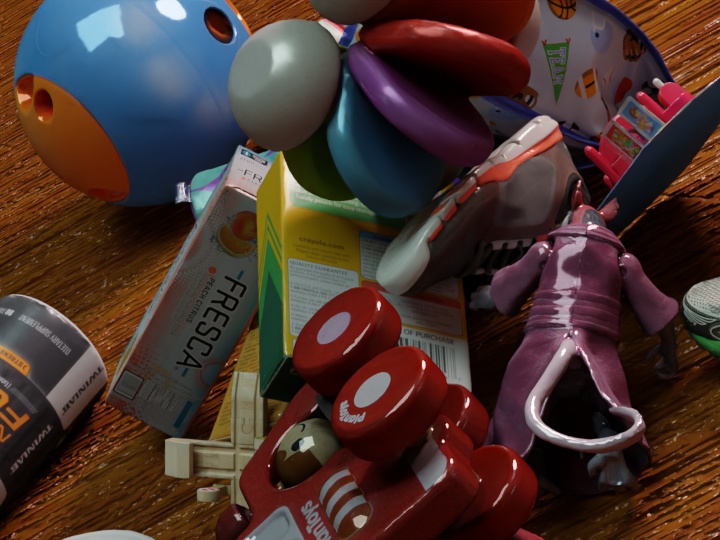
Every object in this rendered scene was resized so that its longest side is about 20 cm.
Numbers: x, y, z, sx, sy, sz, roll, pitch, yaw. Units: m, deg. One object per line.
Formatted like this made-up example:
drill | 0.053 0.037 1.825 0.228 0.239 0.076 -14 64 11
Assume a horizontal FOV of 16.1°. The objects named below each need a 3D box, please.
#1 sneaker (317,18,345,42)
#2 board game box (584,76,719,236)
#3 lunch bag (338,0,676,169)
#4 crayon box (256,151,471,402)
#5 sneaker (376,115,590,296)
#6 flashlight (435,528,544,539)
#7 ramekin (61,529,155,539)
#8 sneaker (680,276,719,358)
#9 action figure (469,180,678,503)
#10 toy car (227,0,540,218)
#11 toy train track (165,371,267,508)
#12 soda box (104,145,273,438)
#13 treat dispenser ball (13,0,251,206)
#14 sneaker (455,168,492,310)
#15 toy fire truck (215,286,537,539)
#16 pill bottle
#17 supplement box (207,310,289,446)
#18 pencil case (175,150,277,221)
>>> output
sneaker | -0.005 -0.157 2.012 0.074 0.087 0.200 -46 31 -22
board game box | 0.181 -0.082 1.627 0.158 0.039 0.200 -35 -15 -42
lunch bag | 0.110 -0.141 1.774 0.170 0.200 0.124 16 85 54
crayon box | 0.000 0.000 1.627 0.052 0.126 0.200 123 153 -47
sneaker | 0.090 -0.027 1.614 0.200 0.082 0.077 -40 3 -43
flashlight | 0.070 0.162 1.464 0.068 0.068 0.200 -68 25 7
ramekin | -0.173 0.257 1.520 0.202 0.094 0.202 -24 30 15
sneaker | 0.276 -0.001 1.483 0.200 0.085 0.078 -15 33 31
action figure | 0.119 0.034 1.507 0.134 0.149 0.200 3 69 12
toy car | 0.034 -0.120 1.555 0.150 0.175 0.200 42 106 46
toy train track | -0.037 0.125 1.596 0.200 0.115 0.033 2 5 23
soda box | -0.104 0.017 1.752 0.200 0.064 0.068 -58 9 28
treat dispenser ball | -0.180 -0.152 2.057 0.201 0.201 0.201 -24 29 15
sneaker | 0.068 -0.021 1.741 0.099 0.070 0.200 -20 31 17
toy fire truck | -0.010 0.117 1.429 0.168 0.112 0.200 -41 27 2
pill bottle | -0.281 0.120 1.833 0.106 0.106 0.200 2 44 47
supplement box | -0.041 0.065 1.719 0.069 0.067 0.200 -18 31 25
pencil case | -0.033 -0.071 1.904 0.200 0.085 0.093 -23 59 16
